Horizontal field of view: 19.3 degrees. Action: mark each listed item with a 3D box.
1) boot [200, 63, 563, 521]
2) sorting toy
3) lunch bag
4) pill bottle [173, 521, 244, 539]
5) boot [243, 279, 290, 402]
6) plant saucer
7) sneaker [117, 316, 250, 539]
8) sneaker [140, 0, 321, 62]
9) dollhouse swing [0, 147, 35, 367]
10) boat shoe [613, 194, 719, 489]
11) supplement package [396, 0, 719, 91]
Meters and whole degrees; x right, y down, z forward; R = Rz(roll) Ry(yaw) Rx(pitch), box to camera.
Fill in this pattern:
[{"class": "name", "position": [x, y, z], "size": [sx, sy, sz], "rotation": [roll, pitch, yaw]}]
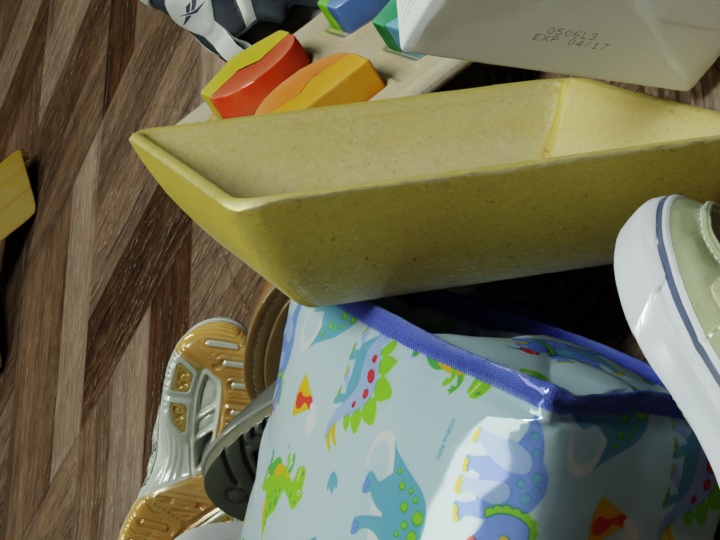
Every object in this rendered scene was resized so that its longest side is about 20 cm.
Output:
[{"class": "boot", "position": [0.000, 0.002, 0.939], "size": [0.181, 0.073, 0.200], "rotation": [-28, 39, 8]}, {"class": "sorting toy", "position": [-0.006, -0.103, 0.999], "size": [0.200, 0.037, 0.185], "rotation": [-43, 23, -7]}, {"class": "lunch bag", "position": [0.025, 0.097, 0.768], "size": [0.200, 0.127, 0.171], "rotation": [20, 98, 49]}, {"class": "pill bottle", "position": [-0.070, 0.232, 1.045], "size": [0.113, 0.112, 0.201], "rotation": [-115, 40, -62]}, {"class": "boot", "position": [-0.019, -0.036, 1.119], "size": [0.155, 0.076, 0.201], "rotation": [-107, 27, -64]}, {"class": "plant saucer", "position": [0.027, -0.031, 0.803], "size": [0.200, 0.199, 0.049], "rotation": [-146, 49, -71]}, {"class": "sneaker", "position": [-0.098, 0.125, 1.297], "size": [0.088, 0.075, 0.201], "rotation": [-91, 18, -81]}, {"class": "sneaker", "position": [-0.056, -0.186, 1.329], "size": [0.079, 0.130, 0.199], "rotation": [-42, 0, 32]}, {"class": "dollhouse swing", "position": [-0.404, -0.005, 2.359], "size": [0.182, 0.176, 0.200], "rotation": [-40, 7, -19]}, {"class": "boat shoe", "position": [0.134, 0.035, 0.637], "size": [0.062, 0.072, 0.200], "rotation": [-44, 34, 19]}, {"class": "supplement package", "position": [0.080, -0.186, 0.772], "size": [0.120, 0.121, 0.201], "rotation": [124, 146, -55]}]
